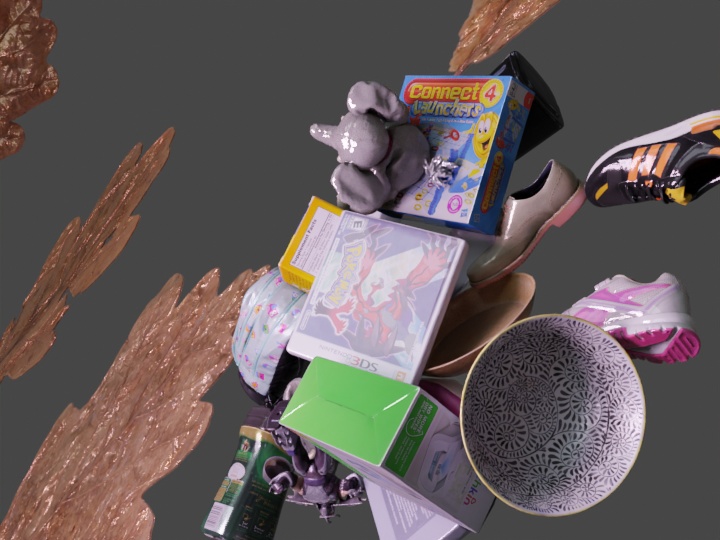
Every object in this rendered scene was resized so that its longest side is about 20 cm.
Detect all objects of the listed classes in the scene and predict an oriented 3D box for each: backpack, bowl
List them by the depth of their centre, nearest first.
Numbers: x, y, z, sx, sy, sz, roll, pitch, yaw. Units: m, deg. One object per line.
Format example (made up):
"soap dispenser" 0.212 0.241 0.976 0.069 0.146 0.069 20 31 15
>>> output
"bowl" 0.187 0.148 0.888 0.202 0.199 0.094 -61 8 -9
"backpack" -0.118 0.094 1.275 0.167 0.126 0.201 -52 -12 -40

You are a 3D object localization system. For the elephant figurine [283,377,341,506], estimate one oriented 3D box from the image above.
"elephant figurine" -0.046 0.201 1.190 0.200 0.141 0.155 -51 0 38

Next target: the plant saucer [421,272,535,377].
"plant saucer" 0.141 0.076 1.065 0.199 0.036 0.200 -33 13 9

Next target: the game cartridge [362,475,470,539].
"game cartridge" 0.069 0.269 1.047 0.133 0.040 0.201 -48 33 20

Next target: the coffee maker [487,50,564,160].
"coffee maker" 0.190 -0.193 1.225 0.199 0.134 0.194 -37 52 29

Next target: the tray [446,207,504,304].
"tray" 0.141 -0.010 1.210 0.201 0.022 0.107 -52 33 8

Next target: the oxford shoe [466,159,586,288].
"oxford shoe" 0.204 -0.062 1.110 0.200 0.074 0.071 -46 18 10

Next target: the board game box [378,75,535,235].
"board game box" 0.118 -0.161 1.144 0.199 0.056 0.198 14 86 47

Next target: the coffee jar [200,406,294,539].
"coffee jar" -0.151 0.308 1.243 0.085 0.104 0.202 -3 58 49

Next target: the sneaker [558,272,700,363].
"sneaker" 0.277 0.055 0.926 0.199 0.081 0.089 -10 49 41

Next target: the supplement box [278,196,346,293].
"supplement box" 0.000 0.000 1.162 0.110 0.198 0.110 -63 -4 -12

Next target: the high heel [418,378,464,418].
"high heel" 0.117 0.183 1.042 0.199 0.067 0.097 -6 79 46

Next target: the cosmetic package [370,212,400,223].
"cosmetic package" -0.024 -0.037 1.427 0.199 0.052 0.152 -15 48 46

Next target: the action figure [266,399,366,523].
"action figure" -0.063 0.258 1.102 0.129 0.202 0.070 -8 29 9

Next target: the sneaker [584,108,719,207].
"sneaker" 0.347 -0.109 0.975 0.199 0.070 0.091 -25 40 37

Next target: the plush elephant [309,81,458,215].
"plush elephant" 0.008 -0.160 1.099 0.199 0.154 0.166 17 88 48

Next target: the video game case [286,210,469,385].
"video game case" 0.020 0.035 1.049 0.181 0.023 0.202 15 76 28

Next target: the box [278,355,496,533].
"box" 0.038 0.192 0.959 0.199 0.176 0.097 8 63 53
